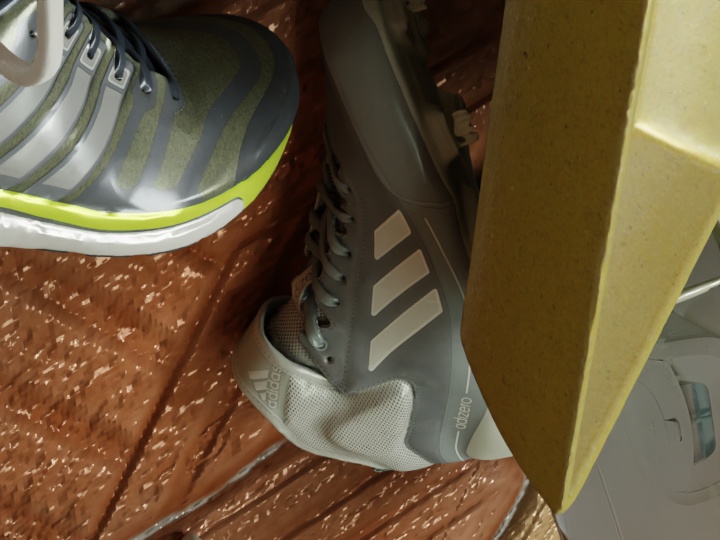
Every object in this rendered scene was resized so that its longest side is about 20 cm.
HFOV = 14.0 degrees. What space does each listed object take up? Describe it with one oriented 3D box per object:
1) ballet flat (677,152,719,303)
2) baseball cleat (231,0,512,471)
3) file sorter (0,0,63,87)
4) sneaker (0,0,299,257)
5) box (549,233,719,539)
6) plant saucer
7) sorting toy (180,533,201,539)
[{"bbox_3d":[0.120,-0.036,1.026,0.200,0.070,0.067,-39,-170,-7],"label":"ballet flat"},{"bbox_3d":[0.000,0.000,0.928,0.106,0.070,0.200,-16,130,8],"label":"baseball cleat"},{"bbox_3d":[-0.171,-0.072,0.561,0.200,0.125,0.139,-28,146,-27],"label":"file sorter"},{"bbox_3d":[-0.086,-0.051,0.754,0.200,0.074,0.081,-11,133,-48],"label":"sneaker"},{"bbox_3d":[0.159,0.082,1.046,0.176,0.200,0.097,-20,148,4],"label":"box"},{"bbox_3d":[0.081,-0.064,0.868,0.200,0.048,0.200,-56,159,-50],"label":"plant saucer"},{"bbox_3d":[-0.064,0.232,1.024,0.200,0.180,0.107,-43,151,-3],"label":"sorting toy"}]
